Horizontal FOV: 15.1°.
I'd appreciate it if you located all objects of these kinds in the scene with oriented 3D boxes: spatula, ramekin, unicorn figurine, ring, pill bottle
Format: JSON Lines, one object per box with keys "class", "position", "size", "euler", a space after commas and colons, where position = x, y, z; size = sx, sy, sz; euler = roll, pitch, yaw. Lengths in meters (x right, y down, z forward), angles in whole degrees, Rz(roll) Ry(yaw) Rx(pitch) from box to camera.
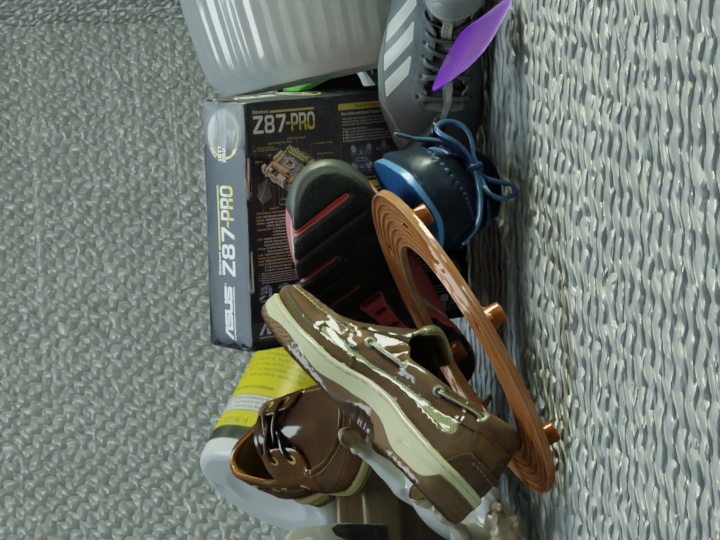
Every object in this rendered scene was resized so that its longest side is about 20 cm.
{"class": "spatula", "position": [0.048, -0.102, 1.667], "size": [0.057, 0.021, 0.200], "euler": [-63, 1, -33]}
{"class": "ramekin", "position": [-0.025, -0.183, 1.825], "size": [0.200, 0.200, 0.105], "euler": [-168, 65, -84]}
{"class": "unicorn figurine", "position": [0.052, 0.129, 1.669], "size": [0.137, 0.074, 0.200], "euler": [46, -167, -43]}
{"class": "ring", "position": [0.064, 0.039, 1.580], "size": [0.201, 0.019, 0.200], "euler": [59, 172, 14]}
{"class": "pill bottle", "position": [-0.028, 0.085, 2.018], "size": [0.114, 0.114, 0.200], "euler": [100, -164, -65]}

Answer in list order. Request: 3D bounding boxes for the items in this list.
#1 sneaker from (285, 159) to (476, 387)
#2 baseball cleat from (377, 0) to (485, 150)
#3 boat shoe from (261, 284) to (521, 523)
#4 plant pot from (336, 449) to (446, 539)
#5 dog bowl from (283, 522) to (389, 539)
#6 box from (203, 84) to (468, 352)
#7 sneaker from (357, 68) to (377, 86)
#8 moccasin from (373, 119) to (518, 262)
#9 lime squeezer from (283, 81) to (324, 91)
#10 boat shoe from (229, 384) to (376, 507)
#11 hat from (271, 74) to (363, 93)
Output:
{"class": "sneaker", "position": [0.000, 0.000, 1.712], "size": [0.200, 0.074, 0.087], "euler": [59, -179, -37]}
{"class": "baseball cleat", "position": [0.048, -0.150, 1.700], "size": [0.106, 0.069, 0.201], "euler": [-114, 20, -73]}
{"class": "boat shoe", "position": [0.023, 0.063, 1.593], "size": [0.202, 0.075, 0.075], "euler": [45, 178, 36]}
{"class": "plant pot", "position": [0.038, 0.182, 1.861], "size": [0.201, 0.092, 0.202], "euler": [176, 90, -85]}
{"class": "dog bowl", "position": [-0.026, 0.249, 1.668], "size": [0.200, 0.058, 0.201], "euler": [8, -90, -82]}
{"class": "box", "position": [-0.013, -0.039, 1.781], "size": [0.049, 0.200, 0.162], "euler": [9, 103, 47]}
{"class": "sneaker", "position": [0.025, -0.217, 1.951], "size": [0.081, 0.075, 0.201], "euler": [21, -117, -76]}
{"class": "moccasin", "position": [0.051, -0.054, 1.662], "size": [0.081, 0.068, 0.200], "euler": [59, 178, 0]}
{"class": "lime squeezer", "position": [0.016, -0.193, 2.031], "size": [0.038, 0.070, 0.200], "euler": [73, -142, -54]}
{"class": "boat shoe", "position": [-0.036, 0.114, 1.781], "size": [0.200, 0.067, 0.072], "euler": [137, 136, -67]}
{"class": "hat", "position": [-0.017, -0.067, 2.060], "size": [0.081, 0.200, 0.201], "euler": [44, 150, 28]}
